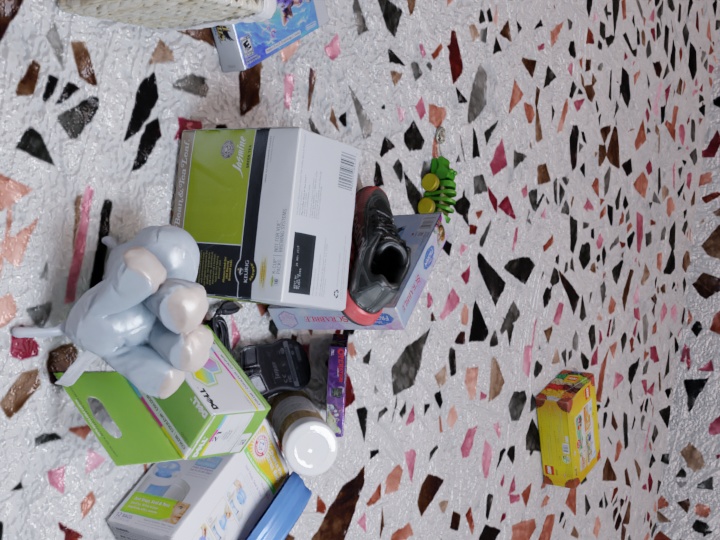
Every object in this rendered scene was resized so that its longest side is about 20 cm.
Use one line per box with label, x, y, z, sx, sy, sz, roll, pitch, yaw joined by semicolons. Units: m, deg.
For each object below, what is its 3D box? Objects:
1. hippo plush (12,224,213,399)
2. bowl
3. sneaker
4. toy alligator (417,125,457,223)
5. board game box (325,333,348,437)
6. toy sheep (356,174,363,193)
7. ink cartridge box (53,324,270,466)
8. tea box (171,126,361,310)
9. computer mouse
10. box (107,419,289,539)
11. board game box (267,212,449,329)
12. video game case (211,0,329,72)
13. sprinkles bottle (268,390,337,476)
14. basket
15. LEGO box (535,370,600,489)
hippo plush;-0.237;0.040;1.160;0.160;0.198;0.161;52;21;-18
bowl;-0.130;0.349;1.327;0.202;0.039;0.201;-54;178;-3
sneaker;0.024;-0.033;1.321;0.070;0.098;0.203;25;50;-25
toy alligator;0.141;-0.148;1.773;0.059;0.054;0.204;23;74;-54
board game box;-0.032;0.158;1.482;0.200;0.032;0.122;-90;-174;-88
toy sheep;-0.057;-0.105;1.433;0.138;0.136;0.202;55;29;-42
ink cartridge box;-0.220;0.138;1.186;0.076;0.148;0.199;-53;151;20
tea box;-0.120;-0.062;1.281;0.133;0.194;0.204;10;86;-55
computer mouse;-0.145;0.108;1.398;0.199;0.046;0.143;-12;82;-62
box;-0.191;0.275;1.279;0.201;0.111;0.103;-51;132;-40
board game box;0.000;0.000;1.438;0.201;0.196;0.042;-60;138;-42
video game case;-0.130;-0.382;1.371;0.200;0.045;0.184;-43;125;-45
sprinkles bottle;-0.079;0.207;1.373;0.067;0.200;0.070;-1;97;-12
basket;-0.209;-0.369;1.126;0.160;0.197;0.202;-9;100;-52
LEGO box;0.445;0.337;2.236;0.148;0.076;0.204;-29;116;-51
